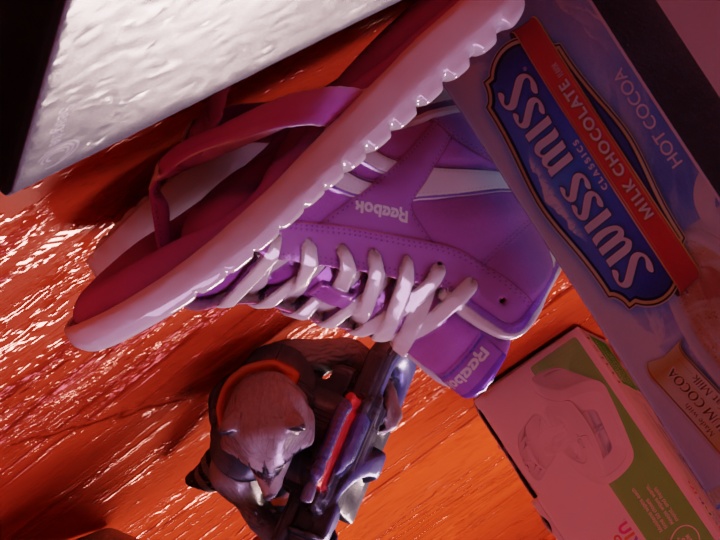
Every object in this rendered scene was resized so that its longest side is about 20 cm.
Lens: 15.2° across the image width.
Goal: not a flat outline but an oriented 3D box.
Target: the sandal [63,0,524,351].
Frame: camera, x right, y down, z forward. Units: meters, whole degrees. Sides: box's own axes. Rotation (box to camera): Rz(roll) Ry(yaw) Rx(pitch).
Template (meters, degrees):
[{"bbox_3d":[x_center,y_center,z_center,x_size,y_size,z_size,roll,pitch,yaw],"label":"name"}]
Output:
[{"bbox_3d":[-0.030,-0.046,0.874,0.203,0.050,0.082,-41,-171,-30],"label":"sandal"}]

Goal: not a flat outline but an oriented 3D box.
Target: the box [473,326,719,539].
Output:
[{"bbox_3d":[0.179,0.151,1.881,0.096,0.201,0.176,-35,168,7],"label":"box"}]

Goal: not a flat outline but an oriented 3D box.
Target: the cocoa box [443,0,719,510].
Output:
[{"bbox_3d":[0.150,-0.039,0.992,0.131,0.201,0.133,-39,167,33],"label":"cocoa box"}]

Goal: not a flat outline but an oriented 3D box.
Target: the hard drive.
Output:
[{"bbox_3d":[-0.011,-0.099,0.724,0.199,0.033,0.140,-28,168,-23],"label":"hard drive"}]

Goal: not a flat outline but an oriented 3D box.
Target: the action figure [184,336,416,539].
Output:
[{"bbox_3d":[-0.049,0.109,1.303,0.194,0.104,0.201,93,20,-69],"label":"action figure"}]

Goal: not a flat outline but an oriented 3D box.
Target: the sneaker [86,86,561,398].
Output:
[{"bbox_3d":[0.001,0.000,0.969,0.200,0.115,0.073,-21,165,-43],"label":"sneaker"}]

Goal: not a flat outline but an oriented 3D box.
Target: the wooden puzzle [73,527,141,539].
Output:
[{"bbox_3d":[-0.100,0.186,1.357,0.200,0.184,0.037,-5,112,-63],"label":"wooden puzzle"}]
